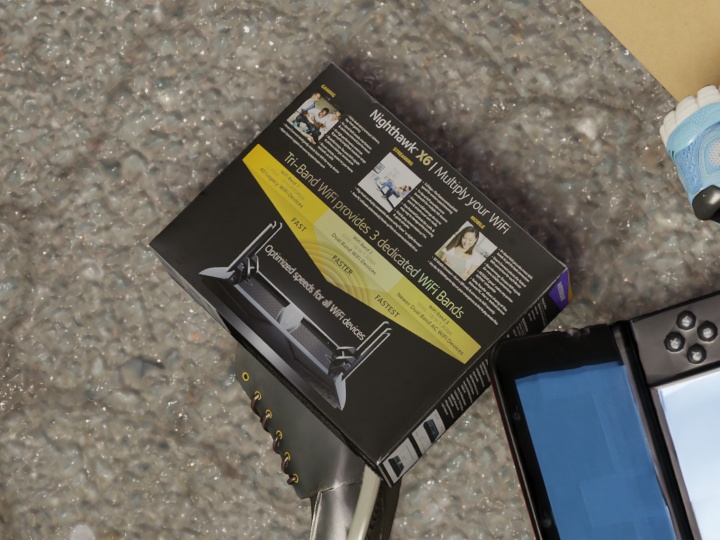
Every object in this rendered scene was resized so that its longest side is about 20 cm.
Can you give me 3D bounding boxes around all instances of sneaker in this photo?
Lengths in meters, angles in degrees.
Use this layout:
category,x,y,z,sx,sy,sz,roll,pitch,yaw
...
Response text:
category,x,y,z,sx,sy,sz,roll,pitch,yaw
sneaker,0.251,-0.023,1.247,0.199,0.091,0.078,22,136,-22
sneaker,-0.031,0.111,1.352,0.105,0.075,0.202,10,83,13

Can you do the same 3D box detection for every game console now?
category,x,y,z,sx,sy,sz,roll,pitch,yaw
game console,0.184,0.113,1.213,0.171,0.119,0.202,-18,80,15

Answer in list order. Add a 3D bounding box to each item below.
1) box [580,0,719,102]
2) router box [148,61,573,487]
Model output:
category,x,y,z,sx,sy,sz,roll,pitch,yaw
box,0.232,-0.146,1.277,0.200,0.021,0.164,46,133,6
router box,0.000,0.000,1.305,0.157,0.052,0.200,-44,68,-7
